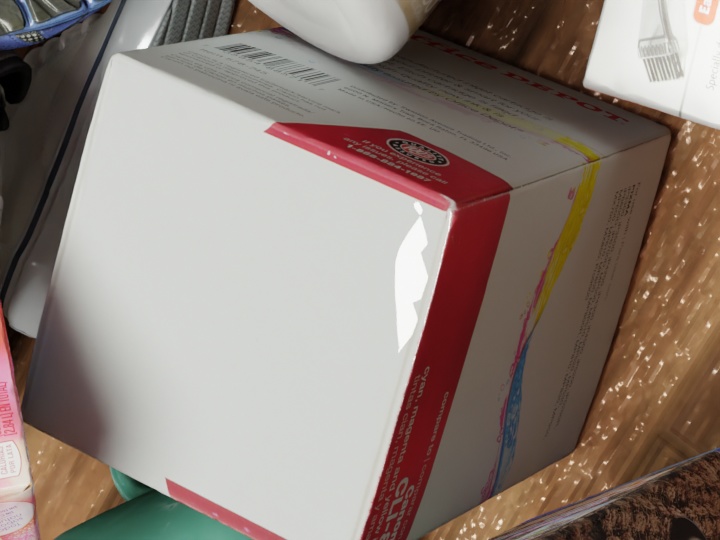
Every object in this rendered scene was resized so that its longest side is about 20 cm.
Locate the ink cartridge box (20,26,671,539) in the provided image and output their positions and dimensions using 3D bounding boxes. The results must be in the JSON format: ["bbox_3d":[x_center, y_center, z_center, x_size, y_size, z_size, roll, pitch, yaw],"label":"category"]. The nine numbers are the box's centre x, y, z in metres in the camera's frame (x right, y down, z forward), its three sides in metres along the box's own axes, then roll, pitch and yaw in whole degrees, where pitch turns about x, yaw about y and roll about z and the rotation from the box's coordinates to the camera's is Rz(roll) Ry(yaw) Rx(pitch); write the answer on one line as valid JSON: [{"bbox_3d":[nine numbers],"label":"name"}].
[{"bbox_3d":[0.000,0.000,1.058,0.145,0.200,0.145,24,110,23],"label":"ink cartridge box"}]

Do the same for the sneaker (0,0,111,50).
[{"bbox_3d":[-0.110,-0.137,1.114,0.075,0.200,0.078,39,130,-3],"label":"sneaker"}]

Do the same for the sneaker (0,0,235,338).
[{"bbox_3d":[-0.116,-0.067,1.180,0.071,0.073,0.201,34,111,16],"label":"sneaker"}]

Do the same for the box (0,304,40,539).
[{"bbox_3d":[-0.173,0.017,1.006,0.094,0.103,0.201,-10,63,-8],"label":"box"}]

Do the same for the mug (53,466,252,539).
[{"bbox_3d":[-0.050,0.138,1.126,0.114,0.152,0.186,-25,92,26],"label":"mug"}]

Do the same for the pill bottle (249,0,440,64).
[{"bbox_3d":[0.025,-0.183,1.028,0.116,0.116,0.200,36,80,19],"label":"pill bottle"}]

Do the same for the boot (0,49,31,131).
[{"bbox_3d":[-0.203,-0.100,1.182,0.132,0.070,0.200,62,162,-4],"label":"boot"}]

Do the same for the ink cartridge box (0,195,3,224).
[{"bbox_3d":[-0.227,-0.002,1.184,0.145,0.084,0.200,44,151,16],"label":"ink cartridge box"}]

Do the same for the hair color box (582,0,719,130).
[{"bbox_3d":[0.190,-0.092,1.023,0.199,0.064,0.112,20,107,23],"label":"hair color box"}]

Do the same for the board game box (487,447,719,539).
[{"bbox_3d":[0.091,0.167,1.031,0.096,0.200,0.160,-24,86,27],"label":"board game box"}]
